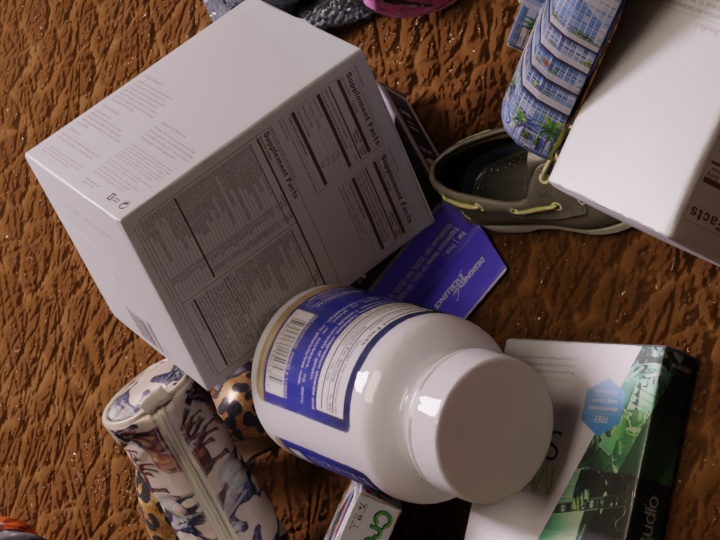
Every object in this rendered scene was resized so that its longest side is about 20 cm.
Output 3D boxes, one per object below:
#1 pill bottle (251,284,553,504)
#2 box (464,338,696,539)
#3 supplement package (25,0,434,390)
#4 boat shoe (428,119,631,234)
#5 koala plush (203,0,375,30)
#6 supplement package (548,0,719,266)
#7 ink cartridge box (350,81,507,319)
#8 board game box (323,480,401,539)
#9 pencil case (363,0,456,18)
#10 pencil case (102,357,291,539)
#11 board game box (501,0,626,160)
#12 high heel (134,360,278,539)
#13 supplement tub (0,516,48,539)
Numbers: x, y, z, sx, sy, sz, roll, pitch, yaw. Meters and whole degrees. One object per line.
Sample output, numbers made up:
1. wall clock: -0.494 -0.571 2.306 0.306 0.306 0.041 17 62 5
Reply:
1. pill bottle: 0.027 0.081 1.368 0.199 0.119 0.121 16 87 56
2. box: 0.127 0.144 1.337 0.144 0.036 0.202 0 75 52
3. supplement package: -0.087 -0.056 1.465 0.199 0.151 0.152 -37 35 -16
4. boat shoe: 0.127 -0.064 1.409 0.201 0.060 0.073 -7 66 50
5. koala plush: -0.099 -0.274 1.662 0.183 0.199 0.179 -29 52 32
6. supplement package: 0.220 -0.108 1.264 0.117 0.117 0.201 30 97 52
7. ink cartridge box: 0.000 0.000 1.560 0.199 0.043 0.201 -52 41 23
8. board game box: -0.026 0.230 1.441 0.126 0.034 0.201 -80 13 -84
9. pencil case: 0.035 -0.288 1.611 0.086 0.082 0.202 -25 57 37
10. pencil case: -0.107 0.154 1.503 0.077 0.201 0.089 -32 22 -13
11. board game box: 0.147 -0.204 1.315 0.200 0.061 0.201 -62 -6 -49
12. high heel: -0.105 0.155 1.581 0.142 0.071 0.202 37 121 52
13. supplement tub: -0.264 0.290 1.697 0.123 0.122 0.200 -59 38 14
